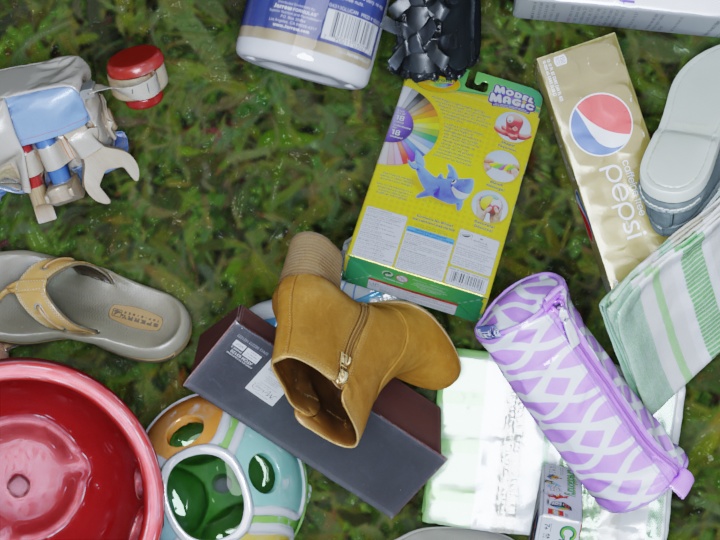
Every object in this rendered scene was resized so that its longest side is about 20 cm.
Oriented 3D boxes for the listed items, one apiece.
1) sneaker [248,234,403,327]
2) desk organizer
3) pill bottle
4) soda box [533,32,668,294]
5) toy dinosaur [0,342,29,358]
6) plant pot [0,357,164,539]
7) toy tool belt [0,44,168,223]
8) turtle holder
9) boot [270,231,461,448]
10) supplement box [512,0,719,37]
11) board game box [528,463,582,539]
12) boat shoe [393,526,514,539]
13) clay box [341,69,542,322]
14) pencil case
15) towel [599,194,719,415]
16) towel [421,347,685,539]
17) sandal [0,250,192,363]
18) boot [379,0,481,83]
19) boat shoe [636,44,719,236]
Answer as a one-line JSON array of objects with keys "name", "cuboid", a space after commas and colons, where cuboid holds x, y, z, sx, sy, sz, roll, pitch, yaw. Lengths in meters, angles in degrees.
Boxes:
[{"name": "sneaker", "cuboid": [0.000, 0.000, 1.353, 0.199, 0.075, 0.087, -15, 82, -5]}, {"name": "desk organizer", "cuboid": [-0.032, 0.099, 1.309, 0.200, 0.077, 0.072, 34, 114, -15]}, {"name": "pill bottle", "cuboid": [-0.023, -0.253, 1.328, 0.111, 0.111, 0.201, 15, 90, 3]}, {"name": "soda box", "cuboid": [0.200, -0.082, 1.339, 0.067, 0.064, 0.201, -18, 89, 3]}, {"name": "toy dinosaur", "cuboid": [-0.257, 0.153, 1.357, 0.200, 0.086, 0.136, 38, 85, -3]}, {"name": "plant pot", "cuboid": [-0.247, 0.160, 1.226, 0.199, 0.182, 0.202, 0, 91, -10]}, {"name": "toy tool belt", "cuboid": [-0.239, -0.103, 1.350, 0.199, 0.125, 0.123, -11, 121, 6]}, {"name": "turtle holder", "cuboid": [-0.113, 0.189, 1.322, 0.140, 0.132, 0.187, 5, 90, 2]}, {"name": "boot", "cuboid": [0.002, 0.077, 1.245, 0.071, 0.144, 0.201, -27, 128, 29]}, {"name": "supplement box", "cuboid": [0.224, -0.245, 1.320, 0.199, 0.103, 0.102, 6, 91, 5]}, {"name": "board game box", "cuboid": [0.137, 0.263, 1.293, 0.034, 0.126, 0.201, 10, 102, 5]}, {"name": "boat shoe", "cuboid": [0.036, 0.249, 1.329, 0.199, 0.067, 0.057, -6, 119, -27]}, {"name": "clay box", "cuboid": [0.068, -0.068, 1.324, 0.114, 0.048, 0.201, 17, 60, 3]}, {"name": "pencil case", "cuboid": [0.169, 0.091, 1.271, 0.200, 0.085, 0.084, 53, 50, -19]}, {"name": "towel", "cuboid": [0.276, 0.009, 1.296, 0.200, 0.153, 0.023, -40, 46, -11]}, {"name": "towel", "cuboid": [0.155, 0.144, 1.363, 0.199, 0.031, 0.150, 7, 88, 5]}, {"name": "sandal", "cuboid": [-0.234, 0.024, 1.356, 0.199, 0.054, 0.081, 12, 68, 1]}, {"name": "boot", "cuboid": [0.077, -0.248, 1.325, 0.073, 0.198, 0.163, 9, 120, 26]}, {"name": "boat shoe", "cuboid": [0.270, -0.106, 1.312, 0.073, 0.062, 0.200, 17, 50, 25]}]
